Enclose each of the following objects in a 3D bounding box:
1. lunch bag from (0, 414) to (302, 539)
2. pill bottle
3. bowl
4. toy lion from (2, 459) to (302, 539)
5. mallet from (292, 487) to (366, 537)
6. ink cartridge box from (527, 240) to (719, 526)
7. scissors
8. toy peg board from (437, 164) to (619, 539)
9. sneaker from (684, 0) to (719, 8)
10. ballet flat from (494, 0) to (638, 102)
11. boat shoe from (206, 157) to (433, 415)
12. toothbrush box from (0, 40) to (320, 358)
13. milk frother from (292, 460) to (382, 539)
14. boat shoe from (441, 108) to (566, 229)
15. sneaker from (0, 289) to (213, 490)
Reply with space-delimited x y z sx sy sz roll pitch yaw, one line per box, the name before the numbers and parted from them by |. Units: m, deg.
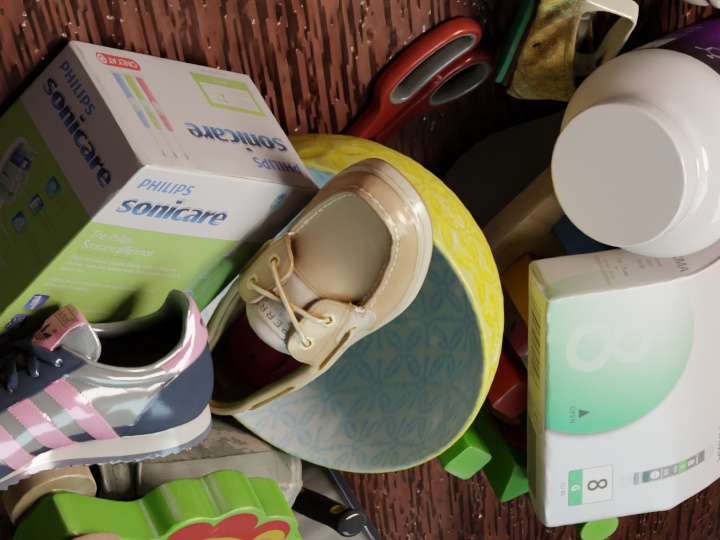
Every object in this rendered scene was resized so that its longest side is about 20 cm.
lunch bag | -0.151 0.136 1.638 0.200 0.118 0.164 -13 171 39
pill bottle | 0.180 -0.073 1.592 0.112 0.112 0.200 -48 169 31
bowl | 0.000 0.000 1.599 0.108 0.200 0.200 -48 174 -47
toy lion | -0.133 0.173 1.532 0.200 0.069 0.191 -44 146 22
mallet | -0.057 0.140 1.801 0.066 0.041 0.200 -22 -164 -14
ink cartridge box | 0.192 0.056 1.638 0.199 0.050 0.161 -7 125 -6
scissors | -0.007 -0.072 1.629 0.200 0.014 0.073 -37 156 13
toy peg board | 0.131 0.058 1.716 0.199 0.098 0.200 -43 138 17
sneaker | 0.194 -0.179 1.586 0.088 0.074 0.200 -43 153 20
ballet flat | 0.118 -0.151 1.550 0.071 0.071 0.200 -23 157 -19
boat shoe | -0.029 0.018 1.491 0.069 0.074 0.200 -36 169 -39
toothbrush box | -0.143 -0.013 1.486 0.200 0.086 0.145 -43 154 25
milk frother | -0.072 0.217 1.979 0.188 0.181 0.200 -31 -161 0
boat shoe | 0.137 -0.059 1.747 0.200 0.071 0.091 -31 157 -2
sneaker | -0.165 0.056 1.431 0.200 0.070 0.082 -13 123 -28
